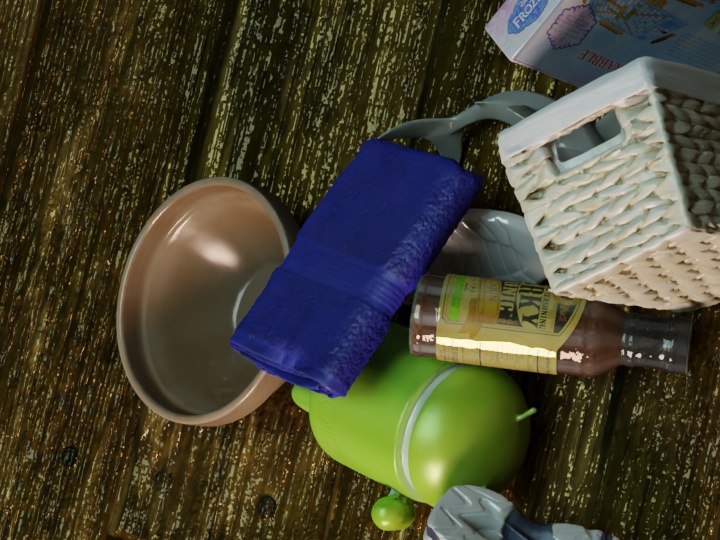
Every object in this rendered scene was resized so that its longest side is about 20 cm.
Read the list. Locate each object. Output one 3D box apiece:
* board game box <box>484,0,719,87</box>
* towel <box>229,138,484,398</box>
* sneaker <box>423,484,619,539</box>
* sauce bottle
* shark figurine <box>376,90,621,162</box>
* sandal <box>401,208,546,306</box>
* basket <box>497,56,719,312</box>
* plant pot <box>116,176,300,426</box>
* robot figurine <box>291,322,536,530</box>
[{"bbox_3d":[0.215,-0.207,1.662,0.200,0.200,0.041,-51,51,20],"label":"board game box"},{"bbox_3d":[0.000,0.000,1.794,0.148,0.050,0.200,21,74,54],"label":"towel"},{"bbox_3d":[0.133,0.245,1.722,0.199,0.130,0.080,20,51,10],"label":"sneaker"},{"bbox_3d":[0.136,0.042,1.715,0.199,0.065,0.065,6,83,8],"label":"sauce bottle"},{"bbox_3d":[0.119,-0.107,1.802,0.214,0.089,0.129,27,97,40],"label":"shark figurine"},{"bbox_3d":[0.068,-0.020,1.843,0.202,0.083,0.050,-9,40,39],"label":"sandal"},{"bbox_3d":[0.211,-0.053,1.636,0.135,0.200,0.124,-28,69,34],"label":"basket"},{"bbox_3d":[-0.100,0.031,1.958,0.200,0.093,0.202,-11,72,39],"label":"plant pot"},{"bbox_3d":[0.042,0.108,1.798,0.200,0.116,0.176,21,86,42],"label":"robot figurine"}]
